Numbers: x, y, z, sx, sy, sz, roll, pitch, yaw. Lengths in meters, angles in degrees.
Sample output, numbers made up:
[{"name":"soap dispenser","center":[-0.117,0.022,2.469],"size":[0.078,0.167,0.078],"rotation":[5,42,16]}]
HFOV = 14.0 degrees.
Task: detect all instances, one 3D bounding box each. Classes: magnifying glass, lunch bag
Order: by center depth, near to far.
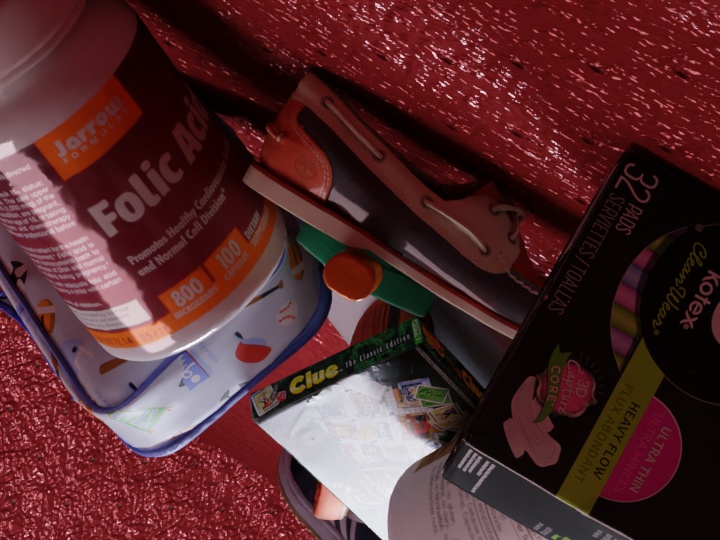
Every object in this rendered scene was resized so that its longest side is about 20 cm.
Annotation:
[{"name":"magnifying glass","center":[0.000,0.000,1.459],"size":[0.079,0.022,0.200],"rotation":[32,-178,2]},{"name":"lunch bag","center":[-0.118,-0.005,1.583],"size":[0.076,0.160,0.200],"rotation":[41,-171,-49]}]

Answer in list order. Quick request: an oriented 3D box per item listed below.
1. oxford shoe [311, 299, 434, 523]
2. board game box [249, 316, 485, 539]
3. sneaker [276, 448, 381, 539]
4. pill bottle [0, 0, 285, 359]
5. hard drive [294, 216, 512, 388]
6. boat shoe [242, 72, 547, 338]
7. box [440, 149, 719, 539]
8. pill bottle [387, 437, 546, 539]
[{"name":"oxford shoe","center":[0.024,0.078,1.635],"size":[0.072,0.071,0.200],"rotation":[11,147,-5]},{"name":"board game box","center":[0.032,0.100,1.593],"size":[0.200,0.105,0.024],"rotation":[48,-159,-48]},{"name":"sneaker","center":[0.019,0.133,1.794],"size":[0.070,0.109,0.200],"rotation":[15,-156,-32]},{"name":"pill bottle","center":[-0.134,-0.063,1.423],"size":[0.114,0.114,0.200],"rotation":[17,149,55]},{"name":"hard drive","center":[0.038,0.034,1.636],"size":[0.132,0.027,0.200],"rotation":[6,143,46]},{"name":"boat shoe","center":[0.042,-0.020,1.406],"size":[0.200,0.063,0.071],"rotation":[30,-178,-3]},{"name":"box","center":[0.158,0.069,1.249],"size":[0.200,0.149,0.124],"rotation":[30,170,2]},{"name":"pill bottle","center":[0.118,0.113,1.500],"size":[0.114,0.115,0.200],"rotation":[34,134,-28]}]
